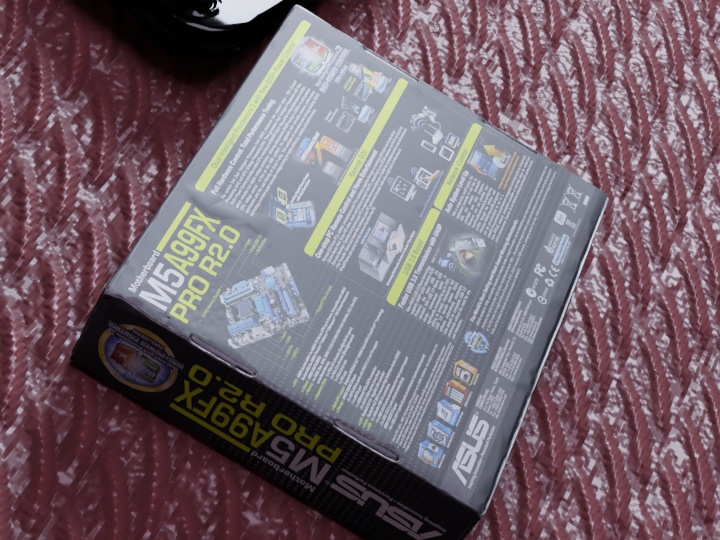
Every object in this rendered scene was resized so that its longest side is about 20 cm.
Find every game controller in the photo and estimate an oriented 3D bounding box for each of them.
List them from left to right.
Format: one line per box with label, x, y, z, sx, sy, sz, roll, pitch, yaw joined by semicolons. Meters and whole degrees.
game controller;-0.050;-0.159;0.914;0.104;0.042;0.200;41;43;8

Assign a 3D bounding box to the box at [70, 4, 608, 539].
box;0.000;0.000;0.800;0.160;0.044;0.200;30;43;-3
